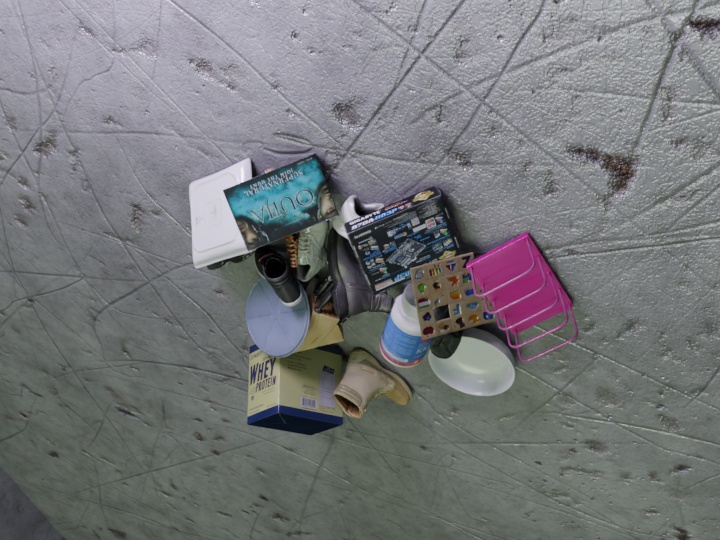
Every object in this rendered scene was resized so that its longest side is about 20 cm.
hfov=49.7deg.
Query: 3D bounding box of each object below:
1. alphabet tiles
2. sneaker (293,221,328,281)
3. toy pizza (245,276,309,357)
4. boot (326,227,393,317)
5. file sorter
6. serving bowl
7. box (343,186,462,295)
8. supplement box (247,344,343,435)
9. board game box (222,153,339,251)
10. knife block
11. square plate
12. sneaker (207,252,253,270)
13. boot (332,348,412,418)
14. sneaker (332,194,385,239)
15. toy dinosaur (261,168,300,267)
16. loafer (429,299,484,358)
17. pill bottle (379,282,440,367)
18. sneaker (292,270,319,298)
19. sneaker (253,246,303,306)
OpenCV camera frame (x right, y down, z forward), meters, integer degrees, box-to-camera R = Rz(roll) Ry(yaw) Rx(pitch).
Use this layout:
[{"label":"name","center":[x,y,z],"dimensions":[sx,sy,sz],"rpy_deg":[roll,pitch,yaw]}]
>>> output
[{"label":"alphabet tiles","center":[0.208,0.045,1.584],"dimensions":[0.199,0.008,0.168],"rpy_deg":[-14,115,-6]},{"label":"sneaker","center":[-0.113,-0.058,1.692],"dimensions":[0.070,0.080,0.201],"rpy_deg":[13,135,18]},{"label":"toy pizza","center":[-0.187,0.099,1.792],"dimensions":[0.200,0.032,0.201],"rpy_deg":[-1,89,38]},{"label":"boot","center":[0.000,0.000,1.694],"dimensions":[0.131,0.070,0.201],"rpy_deg":[-8,96,-12]},{"label":"file sorter","center":[0.320,0.060,1.522],"dimensions":[0.139,0.126,0.200],"rpy_deg":[-29,117,20]},{"label":"serving bowl","center":[0.258,0.196,1.764],"dimensions":[0.199,0.066,0.201],"rpy_deg":[15,137,14]},{"label":"box","center":[0.086,-0.057,1.535],"dimensions":[0.199,0.046,0.159],"rpy_deg":[-23,123,1]},{"label":"supplement box","center":[-0.159,0.283,1.919],"dimensions":[0.200,0.200,0.134],"rpy_deg":[19,147,-37]},{"label":"board game box","center":[-0.158,-0.136,1.563],"dimensions":[0.199,0.028,0.136],"rpy_deg":[-22,98,2]},{"label":"knife block","center":[-0.105,0.097,1.782],"dimensions":[0.199,0.064,0.176],"rpy_deg":[-14,135,6]},{"label":"square plate","center":[-0.303,-0.121,1.662],"dimensions":[0.198,0.201,0.028],"rpy_deg":[-14,165,37]},{"label":"sneaker","center":[-0.303,-0.064,1.794],"dimensions":[0.200,0.076,0.091],"rpy_deg":[-17,113,33]},{"label":"boot","center":[0.030,0.309,1.928],"dimensions":[0.200,0.156,0.073],"rpy_deg":[42,136,-16]},{"label":"sneaker","center":[0.043,-0.085,1.589],"dimensions":[0.199,0.078,0.099],"rpy_deg":[26,134,-2]},{"label":"toy dinosaur","center":[-0.176,-0.107,1.633],"dimensions":[0.102,0.201,0.135],"rpy_deg":[10,160,-44]},{"label":"loafer","center":[0.206,0.088,1.652],"dimensions":[0.073,0.072,0.200],"rpy_deg":[30,105,-10]},{"label":"pill bottle","center":[0.114,0.118,1.726],"dimensions":[0.112,0.112,0.200],"rpy_deg":[22,139,6]},{"label":"sneaker","center":[-0.169,0.073,1.860],"dimensions":[0.084,0.075,0.200],"rpy_deg":[27,129,-2]},{"label":"sneaker","center":[-0.193,-0.015,1.721],"dimensions":[0.200,0.071,0.099],"rpy_deg":[51,167,42]}]
